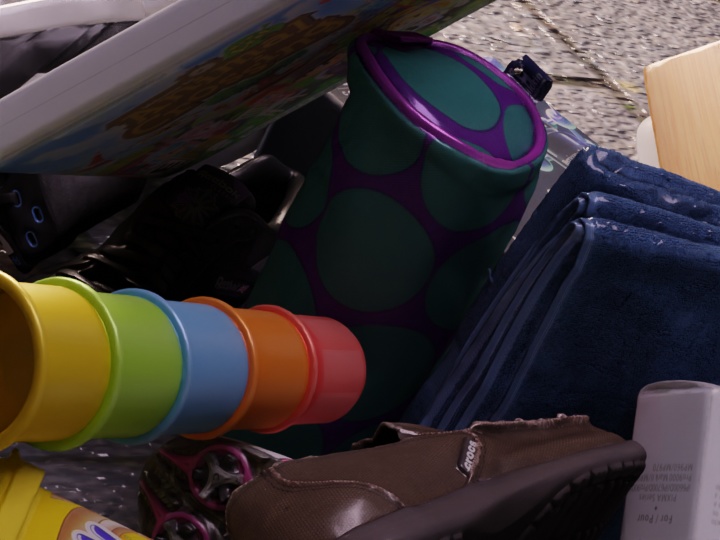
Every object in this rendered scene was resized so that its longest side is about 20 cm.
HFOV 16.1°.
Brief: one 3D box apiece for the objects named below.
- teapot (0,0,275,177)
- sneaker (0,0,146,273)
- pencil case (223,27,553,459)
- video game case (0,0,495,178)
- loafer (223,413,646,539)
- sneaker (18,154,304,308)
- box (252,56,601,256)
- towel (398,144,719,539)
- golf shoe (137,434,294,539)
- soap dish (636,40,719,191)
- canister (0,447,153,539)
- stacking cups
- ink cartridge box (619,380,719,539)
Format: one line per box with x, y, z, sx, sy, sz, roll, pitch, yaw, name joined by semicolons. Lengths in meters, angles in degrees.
-0.099;-0.130;1.209;0.146;0.197;0.201;89;-20;-80;teapot
-0.177;-0.048;1.075;0.199;0.112;0.073;-12;-3;-13;sneaker
0.000;0.000;1.004;0.085;0.200;0.093;2;42;-33;pencil case
-0.030;-0.087;0.967;0.022;0.199;0.182;65;17;7;video game case
0.029;0.075;0.869;0.071;0.073;0.200;42;24;25;loafer
-0.088;-0.004;1.054;0.076;0.088;0.200;35;28;16;sneaker
0.061;0.002;1.158;0.200;0.107;0.148;42;30;28;box
0.083;0.051;0.985;0.111;0.200;0.049;15;34;-22;towel
0.006;0.123;0.947;0.199;0.073;0.092;33;11;-1;golf shoe
0.204;-0.002;1.100;0.157;0.081;0.201;24;39;-26;soap dish
-0.060;0.153;0.808;0.199;0.087;0.149;26;27;-6;canister
-0.070;0.030;0.884;0.060;0.061;0.200;41;19;26;stacking cups
0.166;0.154;0.952;0.162;0.201;0.057;15;-8;-30;ink cartridge box
